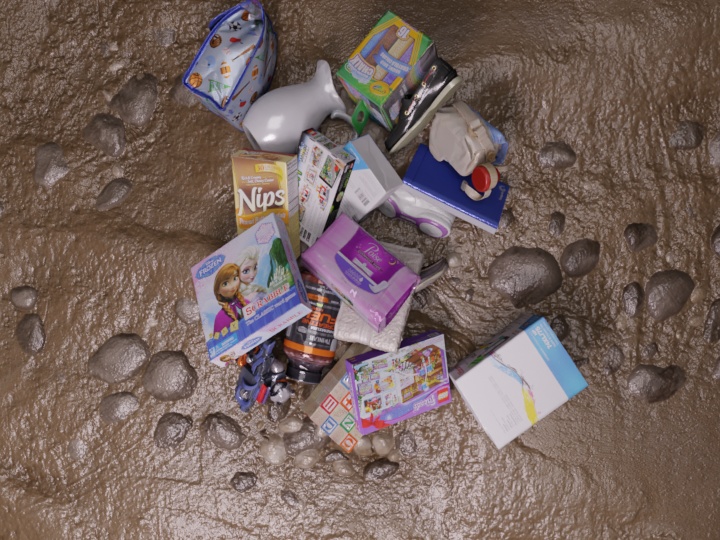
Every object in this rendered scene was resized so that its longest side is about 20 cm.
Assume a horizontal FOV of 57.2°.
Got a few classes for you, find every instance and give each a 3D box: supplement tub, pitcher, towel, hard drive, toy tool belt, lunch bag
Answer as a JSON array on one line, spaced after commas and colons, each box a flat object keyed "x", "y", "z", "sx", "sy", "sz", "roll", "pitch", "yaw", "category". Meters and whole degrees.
[{"x": -0.088, "y": 0.108, "z": 1.264, "sx": 0.104, "sy": 0.107, "sz": 0.206, "roll": 12, "pitch": 89, "yaw": 2, "category": "supplement tub"}, {"x": -0.112, "y": -0.280, "z": 1.276, "sx": 0.198, "sy": 0.121, "sz": 0.174, "roll": -35, "pitch": 94, "yaw": -11, "category": "pitcher"}, {"x": 0.036, "y": 0.044, "z": 1.227, "sx": 0.129, "sy": 0.035, "sz": 0.205, "roll": 11, "pitch": 73, "yaw": 18, "category": "towel"}, {"x": 0.183, "y": -0.160, "z": 1.263, "sx": 0.196, "sy": 0.026, "sz": 0.133, "roll": 26, "pitch": 47, "yaw": 2, "category": "hard drive"}, {"x": 0.224, "y": -0.233, "z": 1.237, "sx": 0.120, "sy": 0.127, "sz": 0.202, "roll": -16, "pitch": 52, "yaw": -25, "category": "toy tool belt"}, {"x": -0.232, "y": -0.394, "z": 1.252, "sx": 0.122, "sy": 0.170, "sz": 0.203, "roll": 32, "pitch": 91, "yaw": 2, "category": "lunch bag"}]

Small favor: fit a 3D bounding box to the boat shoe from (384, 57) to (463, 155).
[{"x": 0.105, "y": -0.297, "z": 1.213, "sx": 0.063, "sy": 0.073, "sz": 0.202, "roll": 46, "pitch": 127, "yaw": 5, "category": "boat shoe"}]

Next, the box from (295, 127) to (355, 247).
[{"x": -0.086, "y": -0.148, "z": 1.237, "sx": 0.109, "sy": 0.034, "sz": 0.203, "roll": 37, "pitch": 129, "yaw": 18, "category": "box"}]

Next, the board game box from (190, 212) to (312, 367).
[{"x": -0.198, "y": 0.032, "z": 1.167, "sx": 0.197, "sy": 0.041, "sz": 0.203, "roll": -32, "pitch": 56, "yaw": 13, "category": "board game box"}]

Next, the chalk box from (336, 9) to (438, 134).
[{"x": 0.044, "y": -0.354, "z": 1.249, "sx": 0.123, "sy": 0.124, "sz": 0.201, "roll": 41, "pitch": 89, "yaw": 21, "category": "chalk box"}]

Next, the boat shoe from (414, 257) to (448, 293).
[{"x": 0.076, "y": 0.016, "z": 1.277, "sx": 0.196, "sy": 0.074, "sz": 0.075, "roll": -27, "pitch": 88, "yaw": 0, "category": "boat shoe"}]

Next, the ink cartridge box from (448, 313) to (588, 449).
[{"x": 0.284, "y": 0.200, "z": 1.228, "sx": 0.198, "sy": 0.147, "sz": 0.148, "roll": -35, "pitch": 88, "yaw": 0, "category": "ink cartridge box"}]

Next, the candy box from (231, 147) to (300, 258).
[{"x": -0.176, "y": -0.119, "z": 1.245, "sx": 0.112, "sy": 0.055, "sz": 0.206, "roll": 9, "pitch": 118, "yaw": 17, "category": "candy box"}]

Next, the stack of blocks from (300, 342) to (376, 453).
[{"x": -0.005, "y": 0.226, "z": 1.259, "sx": 0.115, "sy": 0.058, "sz": 0.201, "roll": 44, "pitch": 80, "yaw": -24, "category": "stack of blocks"}]

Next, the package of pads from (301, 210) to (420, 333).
[{"x": 0.000, "y": 0.000, "z": 1.182, "sx": 0.199, "sy": 0.076, "sz": 0.121, "roll": 40, "pitch": 75, "yaw": 15, "category": "package of pads"}]

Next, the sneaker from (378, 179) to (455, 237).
[{"x": 0.100, "y": -0.143, "z": 1.293, "sx": 0.196, "sy": 0.075, "sz": 0.101, "roll": 29, "pitch": 66, "yaw": 5, "category": "sneaker"}]

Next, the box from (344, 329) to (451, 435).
[{"x": 0.073, "y": 0.207, "z": 1.236, "sx": 0.195, "sy": 0.039, "sz": 0.141, "roll": -15, "pitch": 105, "yaw": -22, "category": "box"}]

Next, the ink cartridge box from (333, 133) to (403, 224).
[{"x": -0.024, "y": -0.147, "z": 1.259, "sx": 0.117, "sy": 0.066, "sz": 0.199, "roll": 53, "pitch": 132, "yaw": 3, "category": "ink cartridge box"}]

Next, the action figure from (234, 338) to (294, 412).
[{"x": -0.182, "y": 0.157, "z": 1.228, "sx": 0.195, "sy": 0.103, "sz": 0.201, "roll": 54, "pitch": 135, "yaw": 19, "category": "action figure"}]
